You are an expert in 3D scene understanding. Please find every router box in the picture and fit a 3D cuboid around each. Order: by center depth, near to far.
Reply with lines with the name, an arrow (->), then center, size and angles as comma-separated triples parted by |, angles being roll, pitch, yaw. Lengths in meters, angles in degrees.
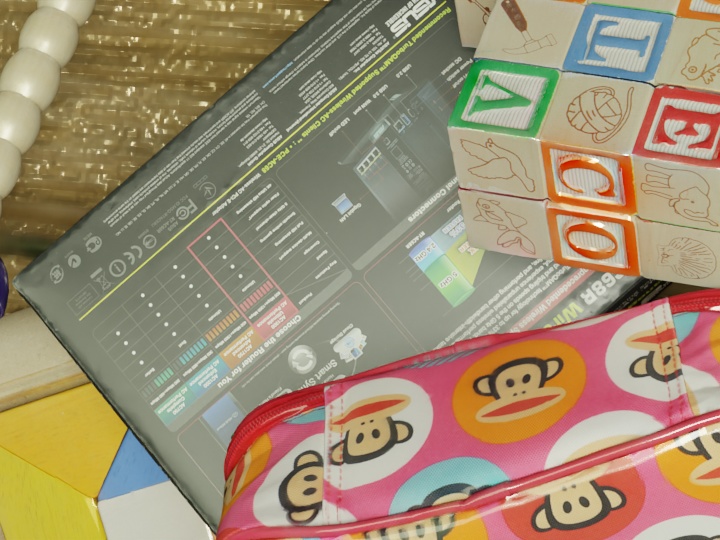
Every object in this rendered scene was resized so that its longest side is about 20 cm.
router box -> 0.000, 0.000, 0.827 | 0.200, 0.062, 0.150 | -40, 77, 0

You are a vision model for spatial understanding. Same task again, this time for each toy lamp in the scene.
toy lamp -> -0.119, -0.082, 0.859 | 0.058, 0.058, 0.201 | 13, 66, 19

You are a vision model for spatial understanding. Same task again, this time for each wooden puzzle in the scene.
wooden puzzle -> -0.075, 0.100, 0.897 | 0.184, 0.037, 0.201 | -18, 86, 20

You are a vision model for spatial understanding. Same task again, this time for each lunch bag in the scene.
lunch bag -> 0.066, 0.106, 0.739 | 0.199, 0.082, 0.177 | -14, 124, 12

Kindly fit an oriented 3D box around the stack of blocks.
stack of blocks -> 0.087, -0.097, 0.758 | 0.114, 0.059, 0.201 | 9, 54, 18
